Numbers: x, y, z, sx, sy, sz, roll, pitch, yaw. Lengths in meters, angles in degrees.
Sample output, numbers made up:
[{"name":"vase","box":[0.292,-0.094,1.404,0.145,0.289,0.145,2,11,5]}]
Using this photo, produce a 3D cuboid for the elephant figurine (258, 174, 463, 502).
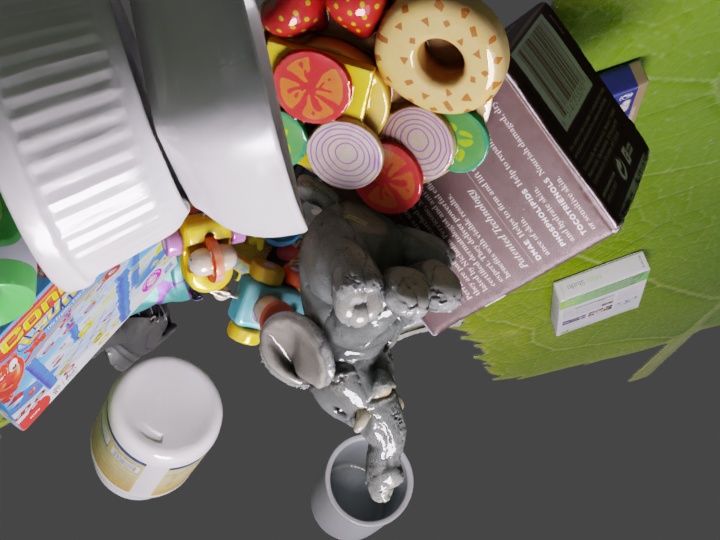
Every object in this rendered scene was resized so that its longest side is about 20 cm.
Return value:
[{"name":"elephant figurine","box":[-0.011,0.059,1.044,0.140,0.156,0.202,13,126,-16]}]

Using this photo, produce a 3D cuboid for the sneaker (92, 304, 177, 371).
[{"name":"sneaker","box":[-0.252,0.047,1.361,0.090,0.077,0.200,-28,169,1]}]

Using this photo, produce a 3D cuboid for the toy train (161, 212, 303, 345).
[{"name":"toy train","box":[-0.075,-0.021,1.063,0.149,0.056,0.201,-36,124,-8]}]

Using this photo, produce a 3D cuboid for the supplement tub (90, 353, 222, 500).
[{"name":"supplement tub","box":[-0.265,0.205,1.645,0.143,0.146,0.200,-10,159,-26]}]

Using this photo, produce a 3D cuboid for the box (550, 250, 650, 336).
[{"name":"box","box":[0.362,0.038,1.973,0.142,0.037,0.200,-20,162,0]}]

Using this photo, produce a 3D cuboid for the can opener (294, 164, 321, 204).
[{"name":"can opener","box":[-0.056,-0.091,1.163,0.078,0.064,0.200,-11,159,-24]}]

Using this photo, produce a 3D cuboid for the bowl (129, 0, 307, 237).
[{"name":"bowl","box":[-0.094,-0.127,0.823,0.074,0.202,0.200,-13,162,-2]}]

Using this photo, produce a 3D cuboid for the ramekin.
[{"name":"ramekin","box":[-0.177,-0.096,0.820,0.093,0.205,0.203,-19,161,-3]}]

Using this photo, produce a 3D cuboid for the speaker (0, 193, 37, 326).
[{"name":"speaker","box":[-0.263,-0.066,0.815,0.087,0.202,0.089,-17,161,-6]}]

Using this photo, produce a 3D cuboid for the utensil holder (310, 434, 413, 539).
[{"name":"utensil holder","box":[-0.002,0.419,2.456,0.168,0.172,0.200,-13,162,-17]}]

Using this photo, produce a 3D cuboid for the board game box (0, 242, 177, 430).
[{"name":"board game box","box":[-0.235,0.013,1.020,0.200,0.056,0.196,-50,170,-18]}]

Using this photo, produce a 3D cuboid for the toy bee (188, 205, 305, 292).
[{"name":"toy bee","box":[-0.080,-0.013,1.151,0.197,0.110,0.131,16,159,10]}]

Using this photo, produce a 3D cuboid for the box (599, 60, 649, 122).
[{"name":"box","box":[0.187,-0.143,1.309,0.197,0.033,0.121,-18,161,-3]}]

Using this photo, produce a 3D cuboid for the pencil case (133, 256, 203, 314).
[{"name":"pencil case","box":[-0.255,0.014,1.222,0.197,0.086,0.092,-17,-174,-6]}]

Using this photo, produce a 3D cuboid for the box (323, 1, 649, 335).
[{"name":"box","box":[0.110,-0.086,1.094,0.199,0.165,0.166,-32,-168,34]}]

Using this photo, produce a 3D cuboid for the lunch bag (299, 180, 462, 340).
[{"name":"lunch bag","box":[0.000,0.000,1.305,0.197,0.170,0.140,-17,161,-9]}]

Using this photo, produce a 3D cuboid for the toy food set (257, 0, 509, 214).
[{"name":"toy food set","box":[0.006,-0.135,0.963,0.197,0.049,0.200,15,129,2]}]
